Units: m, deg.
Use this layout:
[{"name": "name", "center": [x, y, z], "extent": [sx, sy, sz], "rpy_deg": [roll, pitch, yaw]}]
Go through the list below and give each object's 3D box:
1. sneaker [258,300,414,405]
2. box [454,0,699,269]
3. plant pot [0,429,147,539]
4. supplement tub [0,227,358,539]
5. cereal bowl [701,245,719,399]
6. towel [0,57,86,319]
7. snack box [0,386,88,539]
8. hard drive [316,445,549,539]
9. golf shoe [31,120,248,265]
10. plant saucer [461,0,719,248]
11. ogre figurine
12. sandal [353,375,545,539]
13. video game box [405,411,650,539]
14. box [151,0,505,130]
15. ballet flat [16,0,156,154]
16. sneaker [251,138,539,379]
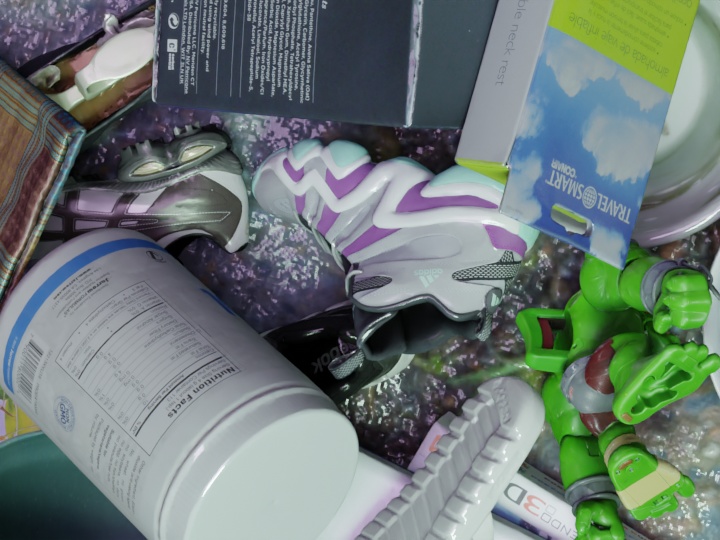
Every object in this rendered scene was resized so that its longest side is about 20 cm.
[{"name": "sneaker", "center": [-0.064, 0.071, 1.471], "extent": [0.200, 0.090, 0.067], "rpy_deg": [-24, 88, 13]}, {"name": "box", "center": [0.125, -0.113, 1.329], "extent": [0.048, 0.122, 0.200], "rpy_deg": [10, 82, 45]}, {"name": "plant pot", "center": [-0.153, 0.204, 1.411], "extent": [0.200, 0.200, 0.134], "rpy_deg": [25, 117, 10]}, {"name": "supplement tub", "center": [-0.111, 0.077, 1.383], "extent": [0.200, 0.132, 0.132], "rpy_deg": [40, 103, 33]}, {"name": "cereal bowl", "center": [0.301, 0.026, 1.389], "extent": [0.200, 0.083, 0.200], "rpy_deg": [1, 95, 13]}, {"name": "towel", "center": [-0.241, -0.057, 1.470], "extent": [0.200, 0.022, 0.147], "rpy_deg": [36, 105, 53]}, {"name": "snack box", "center": [-0.249, 0.163, 1.532], "extent": [0.168, 0.068, 0.200], "rpy_deg": [-1, 93, 12]}, {"name": "hard drive", "center": [0.030, 0.195, 1.448], "extent": [0.200, 0.025, 0.132], "rpy_deg": [26, 99, 13]}, {"name": "golf shoe", "center": [-0.164, -0.022, 1.495], "extent": [0.200, 0.078, 0.095], "rpy_deg": [-19, 93, 16]}, {"name": "plant saucer", "center": [0.158, -0.114, 1.428], "extent": [0.200, 0.050, 0.200], "rpy_deg": [1, 95, 13]}, {"name": "ogre figurine", "center": [0.150, 0.060, 1.392], "extent": [0.098, 0.120, 0.200], "rpy_deg": [-16, 131, -8]}, {"name": "sandal", "center": [0.051, 0.155, 1.399], "extent": [0.050, 0.082, 0.203], "rpy_deg": [29, 105, -31]}, {"name": "video game box", "center": [0.078, 0.220, 1.474], "extent": [0.182, 0.047, 0.200], "rpy_deg": [31, 100, 12]}, {"name": "box", "center": [0.001, -0.138, 1.377], "extent": [0.200, 0.148, 0.104], "rpy_deg": [9, 97, 40]}, {"name": "ballet flat", "center": [-0.177, -0.114, 1.494], "extent": [0.200, 0.073, 0.073], "rpy_deg": [-30, 87, 13]}, {"name": "sneaker", "center": [0.000, 0.000, 1.414], "extent": [0.200, 0.078, 0.140], "rpy_deg": [7, 66, 36]}]
